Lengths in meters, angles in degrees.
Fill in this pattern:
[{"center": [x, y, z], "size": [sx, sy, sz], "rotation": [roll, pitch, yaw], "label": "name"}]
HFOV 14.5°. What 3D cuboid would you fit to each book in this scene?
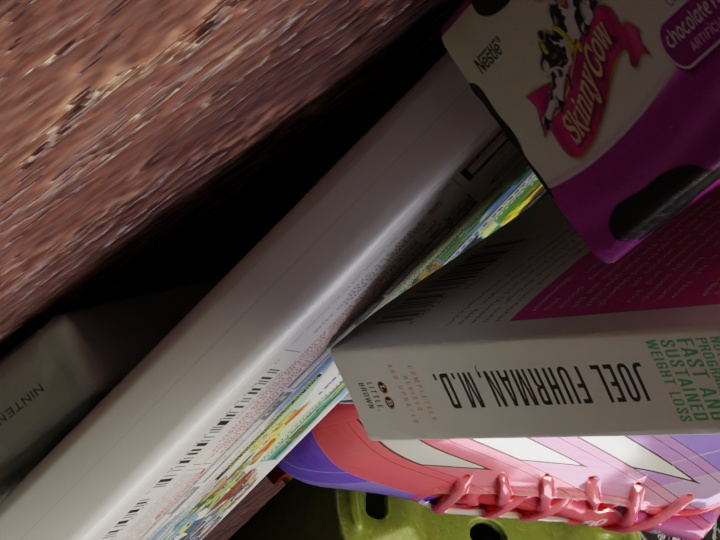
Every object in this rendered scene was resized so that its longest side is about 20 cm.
[{"center": [0.097, -0.009, 0.610], "size": [0.133, 0.048, 0.200], "rotation": [-34, -165, -29], "label": "book"}]

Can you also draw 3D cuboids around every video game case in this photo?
[{"center": [0.000, 0.000, 0.689], "size": [0.200, 0.022, 0.182], "rotation": [-46, 173, 3], "label": "video game case"}, {"center": [-0.106, 0.065, 0.727], "size": [0.182, 0.024, 0.200], "rotation": [-38, 174, 13], "label": "video game case"}]

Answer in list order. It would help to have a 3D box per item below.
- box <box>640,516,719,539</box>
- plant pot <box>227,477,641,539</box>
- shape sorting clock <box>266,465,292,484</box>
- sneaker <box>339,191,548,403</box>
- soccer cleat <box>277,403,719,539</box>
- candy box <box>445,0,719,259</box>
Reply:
[{"center": [0.083, 0.094, 1.274], "size": [0.086, 0.164, 0.200], "rotation": [-38, -178, 13], "label": "box"}, {"center": [0.010, 0.144, 1.035], "size": [0.200, 0.200, 0.190], "rotation": [-31, 160, -44], "label": "plant pot"}, {"center": [-0.034, 0.071, 1.137], "size": [0.200, 0.039, 0.200], "rotation": [-36, 174, -4], "label": "shape sorting clock"}, {"center": [0.065, 0.008, 0.801], "size": [0.200, 0.071, 0.073], "rotation": [-19, -146, 34], "label": "sneaker"}, {"center": [0.071, 0.055, 0.887], "size": [0.199, 0.077, 0.067], "rotation": [-8, 180, -15], "label": "soccer cleat"}, {"center": [0.126, -0.094, 0.540], "size": [0.200, 0.061, 0.136], "rotation": [-33, 175, -25], "label": "candy box"}]
